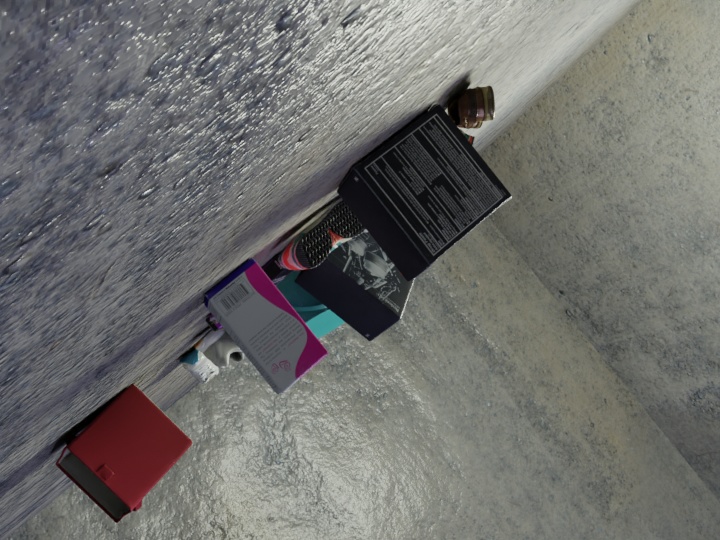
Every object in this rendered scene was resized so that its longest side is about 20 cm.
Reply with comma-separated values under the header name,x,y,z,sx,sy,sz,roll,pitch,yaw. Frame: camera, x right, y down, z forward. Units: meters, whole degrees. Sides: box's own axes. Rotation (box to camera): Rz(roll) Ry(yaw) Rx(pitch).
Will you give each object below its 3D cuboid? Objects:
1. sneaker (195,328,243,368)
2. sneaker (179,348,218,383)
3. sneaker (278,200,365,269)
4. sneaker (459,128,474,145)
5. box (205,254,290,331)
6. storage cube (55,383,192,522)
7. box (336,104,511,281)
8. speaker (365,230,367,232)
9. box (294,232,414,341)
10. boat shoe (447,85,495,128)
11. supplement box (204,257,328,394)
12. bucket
name,x,y,z,sx,sy,sz,roll,pitch,yaw
sneaker,-0.278,0.153,1.837,0.076,0.092,0.200,-40,179,39
sneaker,-0.376,0.222,1.966,0.076,0.081,0.200,-38,177,-8
sneaker,-0.070,-0.064,1.486,0.093,0.071,0.200,-13,-158,49
sneaker,0.126,-0.190,1.545,0.200,0.093,0.070,-55,-176,25
box,-0.204,0.036,1.637,0.200,0.036,0.143,-42,178,13
storage cube,-0.475,0.366,1.657,0.180,0.200,0.171,-46,-178,-35
box,0.102,-0.127,1.369,0.198,0.201,0.123,-38,179,-22
speaker,0.046,-0.150,1.540,0.081,0.081,0.200,-38,179,-37
box,0.000,0.000,1.631,0.104,0.199,0.183,-39,-162,41
boat shoe,0.185,-0.288,1.462,0.067,0.073,0.200,-6,-174,-3
supplement box,-0.158,0.096,1.368,0.101,0.201,0.103,-38,178,-16
bucket,-0.115,0.065,1.830,0.206,0.136,0.207,-28,163,-9
